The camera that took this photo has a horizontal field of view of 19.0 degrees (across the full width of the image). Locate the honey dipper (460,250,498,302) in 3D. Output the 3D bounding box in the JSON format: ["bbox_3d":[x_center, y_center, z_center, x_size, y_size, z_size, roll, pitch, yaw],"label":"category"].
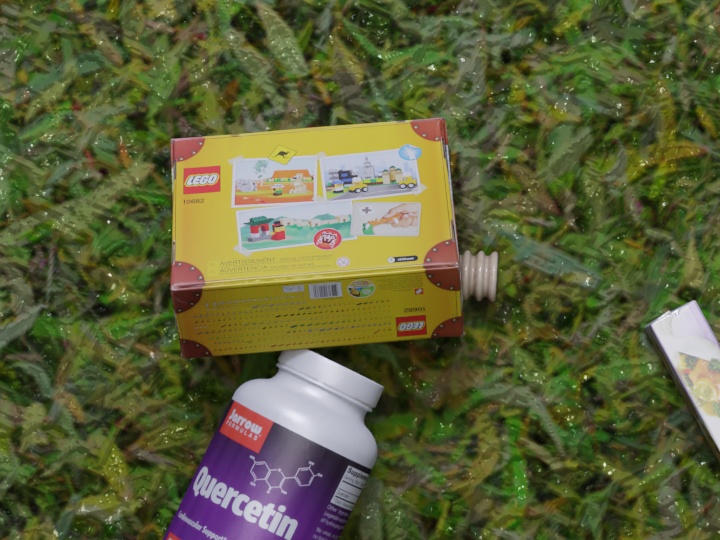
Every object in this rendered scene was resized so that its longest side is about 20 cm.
[{"bbox_3d":[0.000,0.000,1.562,0.200,0.038,0.038,3,86,3],"label":"honey dipper"}]

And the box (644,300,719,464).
[{"bbox_3d":[0.270,0.117,1.546,0.039,0.041,0.200,-29,87,0],"label":"box"}]

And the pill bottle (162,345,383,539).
[{"bbox_3d":[-0.061,0.155,1.513,0.112,0.112,0.200,25,87,3],"label":"pill bottle"}]

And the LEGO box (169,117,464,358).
[{"bbox_3d":[-0.032,-0.024,1.509,0.200,0.077,0.149,-4,47,1],"label":"LEGO box"}]
